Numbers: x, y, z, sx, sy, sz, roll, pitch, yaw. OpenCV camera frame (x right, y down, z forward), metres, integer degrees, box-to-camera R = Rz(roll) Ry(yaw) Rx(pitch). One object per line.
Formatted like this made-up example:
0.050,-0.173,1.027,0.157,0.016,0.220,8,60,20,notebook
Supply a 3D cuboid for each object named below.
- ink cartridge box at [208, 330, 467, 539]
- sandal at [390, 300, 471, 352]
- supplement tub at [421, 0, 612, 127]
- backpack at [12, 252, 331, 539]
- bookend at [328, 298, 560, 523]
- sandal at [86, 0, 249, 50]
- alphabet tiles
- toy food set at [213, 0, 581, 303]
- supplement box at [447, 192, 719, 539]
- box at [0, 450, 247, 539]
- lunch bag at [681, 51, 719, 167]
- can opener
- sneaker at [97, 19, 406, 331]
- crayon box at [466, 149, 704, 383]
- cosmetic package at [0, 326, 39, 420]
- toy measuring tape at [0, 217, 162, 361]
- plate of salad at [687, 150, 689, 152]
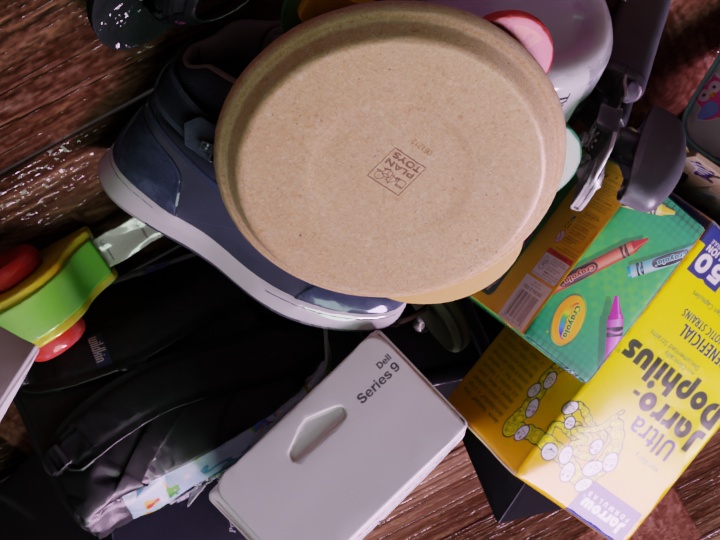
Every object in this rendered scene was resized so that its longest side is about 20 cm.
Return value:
-0.010,0.122,1.338,0.146,0.084,0.200,-44,174,-2,ink cartridge box
-0.001,-0.001,1.398,0.057,0.080,0.201,-51,130,2,sandal
0.062,-0.095,1.263,0.122,0.123,0.200,-9,147,-26,supplement tub
-0.115,0.067,1.388,0.200,0.163,0.154,-33,159,2,backpack
0.080,0.088,1.501,0.199,0.199,0.092,-9,150,-23,bookend
-0.067,-0.176,1.109,0.200,0.048,0.075,-38,149,22,sandal
0.212,-0.045,1.405,0.166,0.006,0.200,32,169,-17,alphabet tiles
0.020,-0.067,1.154,0.199,0.049,0.198,18,125,-16,toy food set
0.172,0.055,1.364,0.109,0.110,0.200,35,95,-30,supplement box
-0.139,0.178,1.538,0.198,0.124,0.200,-3,156,-31,box
0.313,-0.090,1.362,0.161,0.200,0.077,-58,152,-2,lunch bag
0.166,-0.100,1.262,0.067,0.200,0.053,25,131,-1,can opener
-0.037,-0.057,1.226,0.202,0.077,0.146,29,128,-10,sneaker
0.120,-0.017,1.333,0.058,0.200,0.119,37,91,-23,crayon box
-0.292,0.046,1.166,0.200,0.085,0.108,31,134,-3,cosmetic package
-0.170,0.003,1.302,0.199,0.074,0.074,-28,151,13,toy measuring tape
0.302,-0.078,1.547,0.199,0.048,0.200,-18,150,-11,plate of salad
